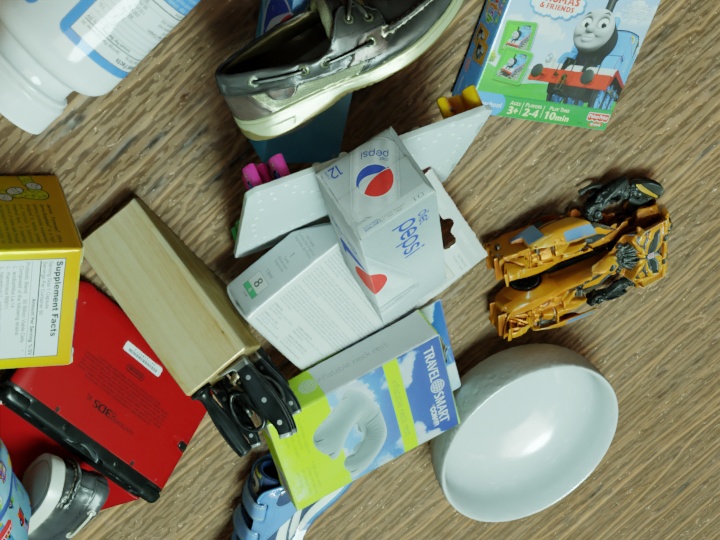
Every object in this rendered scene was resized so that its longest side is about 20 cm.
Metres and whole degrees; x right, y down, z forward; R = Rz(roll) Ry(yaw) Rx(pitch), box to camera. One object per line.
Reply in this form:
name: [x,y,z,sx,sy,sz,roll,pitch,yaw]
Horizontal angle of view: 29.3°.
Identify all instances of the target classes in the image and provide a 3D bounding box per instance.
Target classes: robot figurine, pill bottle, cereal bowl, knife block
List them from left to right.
pill bottle: [-0.183,-0.193,0.950,0.200,0.113,0.112,-42,131,8]
knife block: [-0.130,0.057,1.118,0.064,0.176,0.200,-38,131,3]
cereal bowl: [0.155,0.153,1.392,0.198,0.084,0.202,-14,129,-18]
robot figurine: [0.215,-0.009,1.319,0.198,0.058,0.146,-20,131,-12]

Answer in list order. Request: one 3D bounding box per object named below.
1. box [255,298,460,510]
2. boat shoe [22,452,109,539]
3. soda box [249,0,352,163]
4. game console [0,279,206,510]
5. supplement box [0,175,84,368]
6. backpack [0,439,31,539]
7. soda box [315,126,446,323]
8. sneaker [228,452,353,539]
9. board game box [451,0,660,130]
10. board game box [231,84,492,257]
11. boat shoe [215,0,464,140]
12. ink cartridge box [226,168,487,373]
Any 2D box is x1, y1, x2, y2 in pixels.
box: [0.008,0.123,1.257,0.198,0.048,0.123,-27,131,-13]
boat shoe: [-0.285,0.219,1.196,0.060,0.075,0.200,21,135,-29]
soda box: [-0.039,-0.185,1.060,0.067,0.064,0.202,-3,124,-25]
game console: [-0.256,0.119,1.206,0.200,0.118,0.174,46,66,-42]
supplement box: [-0.317,0.002,1.028,0.197,0.110,0.110,-2,125,-24]
backpack: [-0.360,0.176,1.070,0.197,0.183,0.136,-1,121,-8]
soda box: [0.020,-0.029,1.054,0.068,0.064,0.200,-32,161,-6]
sneaker: [-0.088,0.229,1.338,0.082,0.074,0.201,30,100,-37]
board game box: [0.178,-0.221,1.159,0.149,0.037,0.202,3,121,-28]
board game box: [-0.008,-0.076,1.103,0.198,0.026,0.200,-21,171,-12]
boat shoe: [-0.014,-0.170,0.992,0.199,0.073,0.065,-36,137,1]
ink cartridge box: [0.000,0.000,1.207,0.199,0.050,0.161,-40,145,1]
